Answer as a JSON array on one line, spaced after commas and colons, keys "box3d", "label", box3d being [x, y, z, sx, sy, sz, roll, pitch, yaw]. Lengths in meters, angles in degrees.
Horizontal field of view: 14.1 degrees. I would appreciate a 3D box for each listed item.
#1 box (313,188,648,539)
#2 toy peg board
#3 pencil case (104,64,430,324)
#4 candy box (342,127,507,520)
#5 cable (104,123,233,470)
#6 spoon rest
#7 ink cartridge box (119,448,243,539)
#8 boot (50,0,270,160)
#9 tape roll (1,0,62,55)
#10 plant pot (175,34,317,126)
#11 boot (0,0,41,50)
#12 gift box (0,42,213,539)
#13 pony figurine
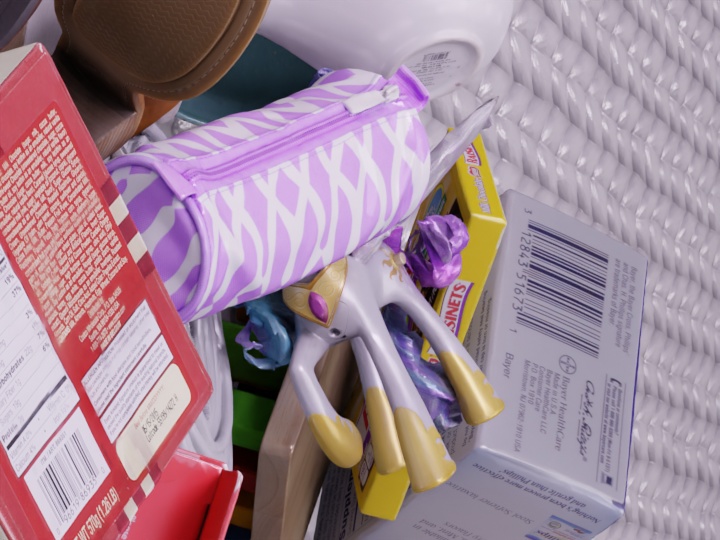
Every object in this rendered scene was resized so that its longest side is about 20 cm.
[{"box3d": [0.069, 0.088, 1.717, 0.200, 0.105, 0.184, -42, -150, 48], "label": "box"}, {"box3d": [-0.061, 0.060, 1.641, 0.199, 0.098, 0.200, 98, 10, -56], "label": "toy peg board"}, {"box3d": [-0.043, -0.035, 1.301, 0.086, 0.084, 0.200, -45, 170, 37], "label": "pencil case"}, {"box3d": [0.034, 0.030, 1.625, 0.102, 0.026, 0.200, -98, -156, -60], "label": "candy box"}, {"box3d": [-0.110, 0.026, 1.392, 0.200, 0.069, 0.201, 43, 38, -81], "label": "cable"}, {"box3d": [-0.015, -0.116, 1.419, 0.061, 0.200, 0.099, 64, -34, 28], "label": "spoon rest"}, {"box3d": [-0.114, 0.122, 1.202, 0.200, 0.067, 0.117, 173, -65, -75], "label": "ink cartridge box"}, {"box3d": [-0.071, -0.126, 1.241, 0.074, 0.200, 0.155, 47, 47, -7], "label": "boot"}, {"box3d": [-0.182, -0.114, 1.260, 0.203, 0.037, 0.203, 7, 90, -71], "label": "tape roll"}, {"box3d": [-0.037, -0.182, 1.472, 0.200, 0.200, 0.134, 70, 5, -54], "label": "plant pot"}, {"box3d": [-0.135, -0.158, 1.273, 0.200, 0.068, 0.189, 62, 35, -77], "label": "boot"}, {"box3d": [-0.184, 0.053, 1.062, 0.200, 0.186, 0.185, 69, 28, -18], "label": "gift box"}, {"box3d": [0.000, 0.000, 1.473, 0.200, 0.166, 0.193, 64, 23, -7], "label": "pony figurine"}]
